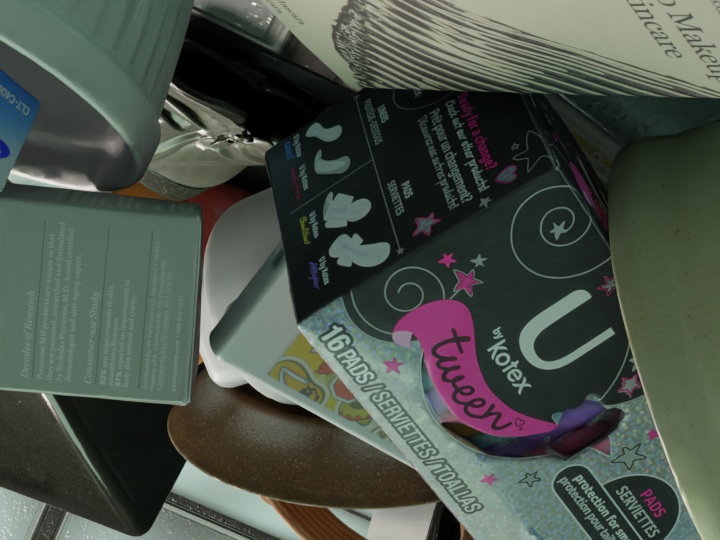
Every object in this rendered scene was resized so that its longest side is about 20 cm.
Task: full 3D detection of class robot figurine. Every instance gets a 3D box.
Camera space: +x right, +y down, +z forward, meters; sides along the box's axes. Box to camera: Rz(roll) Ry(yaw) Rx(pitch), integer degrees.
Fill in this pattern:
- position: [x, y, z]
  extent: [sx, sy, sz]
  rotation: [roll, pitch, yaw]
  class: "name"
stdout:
- position: [0.000, 0.000, 0.821]
  extent: [0.199, 0.169, 0.114]
  rotation: [-20, 98, 35]
  class: "robot figurine"

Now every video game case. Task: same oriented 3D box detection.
- position: [0.060, 0.011, 0.742]
  extent: [0.199, 0.182, 0.023]
  rotation: [31, -164, -30]
  class: "video game case"

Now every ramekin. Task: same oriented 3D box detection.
- position: [-0.166, -0.128, 0.699]
  extent: [0.198, 0.106, 0.200]
  rotation: [20, 164, 6]
  class: "ramekin"

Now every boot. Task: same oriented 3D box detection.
- position: [-0.122, -0.100, 0.829]
  extent: [0.199, 0.068, 0.130]
  rotation: [23, 161, -30]
  class: "boot"

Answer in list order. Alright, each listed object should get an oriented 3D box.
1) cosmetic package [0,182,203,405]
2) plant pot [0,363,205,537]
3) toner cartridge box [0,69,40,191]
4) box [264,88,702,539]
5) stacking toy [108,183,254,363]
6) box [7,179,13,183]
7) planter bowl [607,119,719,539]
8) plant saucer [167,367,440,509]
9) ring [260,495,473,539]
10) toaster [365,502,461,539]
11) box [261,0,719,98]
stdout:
- position: [-0.167, 0.003, 0.694]
  extent: [0.197, 0.091, 0.107]
  rotation: [3, -175, -4]
  class: "cosmetic package"
- position: [-0.232, 0.055, 1.252]
  extent: [0.198, 0.201, 0.178]
  rotation: [14, 150, 27]
  class: "plant pot"
- position: [-0.236, -0.085, 0.660]
  extent: [0.198, 0.044, 0.095]
  rotation: [12, 163, 32]
  class: "toner cartridge box"
- position: [0.066, 0.023, 0.653]
  extent: [0.200, 0.114, 0.133]
  rotation: [51, -167, -32]
  class: "box"
- position: [-0.062, 0.003, 0.991]
  extent: [0.198, 0.148, 0.146]
  rotation: [1, 158, 16]
  class: "stacking toy"
- position: [-0.275, -0.034, 1.046]
  extent: [0.199, 0.021, 0.163]
  rotation: [36, -155, 21]
  class: "box"
- position: [0.194, 0.025, 0.595]
  extent: [0.134, 0.202, 0.200]
  rotation: [-20, 144, 25]
  class: "planter bowl"
- position: [-0.009, 0.073, 0.904]
  extent: [0.198, 0.037, 0.201]
  rotation: [4, -162, -1]
  class: "plant saucer"
- position: [0.006, 0.130, 0.977]
  extent: [0.199, 0.019, 0.201]
  rotation: [30, -156, -15]
  class: "ring"
- position: [0.111, 0.165, 1.133]
  extent: [0.199, 0.182, 0.118]
  rotation: [27, 165, -21]
  class: "toaster"
- position: [0.059, -0.106, 0.534]
  extent: [0.199, 0.069, 0.082]
  rotation: [8, 158, 43]
  class: "box"
